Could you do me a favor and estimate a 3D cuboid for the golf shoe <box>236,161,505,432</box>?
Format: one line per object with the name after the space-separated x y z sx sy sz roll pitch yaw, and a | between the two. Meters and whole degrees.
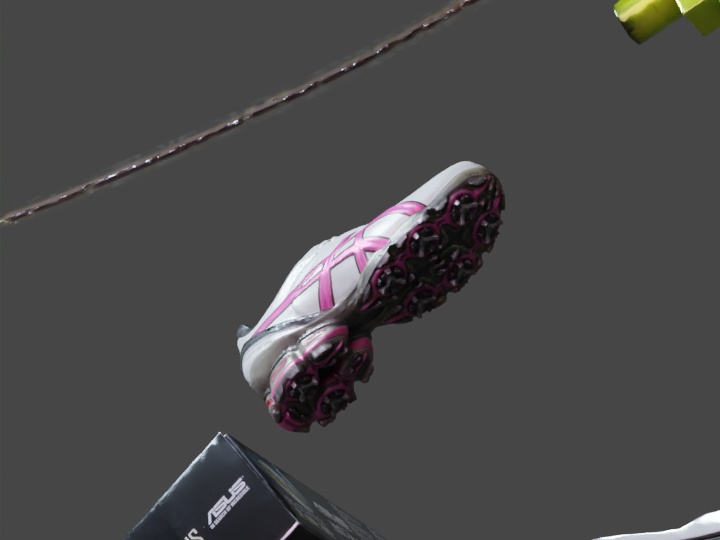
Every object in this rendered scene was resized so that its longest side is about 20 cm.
0.000 0.000 1.823 0.200 0.073 0.092 -44 48 8 | golf shoe

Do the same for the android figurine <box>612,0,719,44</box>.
0.229 -0.225 1.804 0.200 0.041 0.183 -34 52 18 | android figurine

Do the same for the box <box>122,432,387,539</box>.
-0.057 0.206 1.671 0.164 0.200 0.086 -48 50 5 | box

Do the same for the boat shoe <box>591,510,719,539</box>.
0.164 0.175 1.590 0.200 0.075 0.061 -29 43 51 | boat shoe
